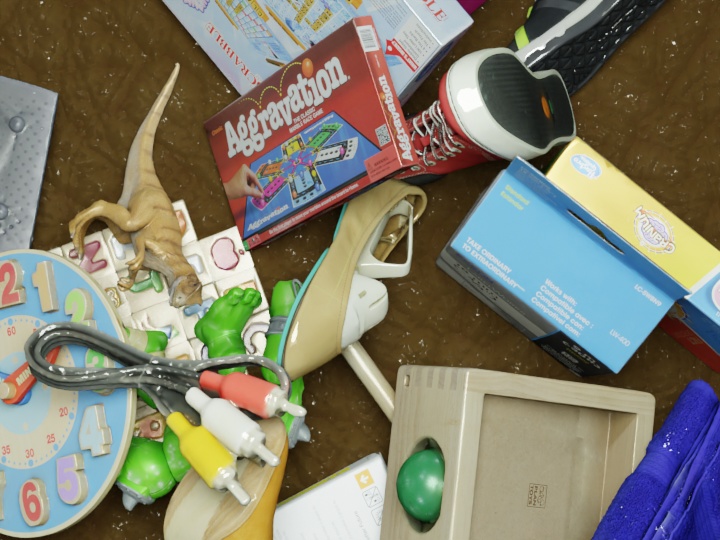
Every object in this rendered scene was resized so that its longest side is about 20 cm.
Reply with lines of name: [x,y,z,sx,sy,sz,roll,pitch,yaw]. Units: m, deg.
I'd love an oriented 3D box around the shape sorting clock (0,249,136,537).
shape sorting clock: [-0.239,0.086,1.010,0.198,0.039,0.203,-4,82,30]

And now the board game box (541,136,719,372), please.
board game box: [0.206,-0.006,1.013,0.199,0.153,0.040,39,86,3]

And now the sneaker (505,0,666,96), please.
sneaker: [0.160,-0.201,1.085,0.199,0.072,0.083,-40,60,-4]

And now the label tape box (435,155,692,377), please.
label tape box: [0.130,0.004,0.985,0.144,0.200,0.064,38,85,2]

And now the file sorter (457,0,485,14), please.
file sorter: [0.078,-0.276,1.018,0.200,0.139,0.126,-41,85,-21]

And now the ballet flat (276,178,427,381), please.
ballet flat: [0.000,0.000,1.005,0.062,0.069,0.201,14,49,10]

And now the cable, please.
cable: [-0.124,0.068,0.927,0.198,0.051,0.098,29,67,15]

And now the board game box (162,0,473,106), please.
board game box: [-0.040,-0.187,1.005,0.041,0.199,0.201,-37,86,-37]

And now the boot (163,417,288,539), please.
boot: [-0.073,0.210,0.966,0.144,0.070,0.203,41,70,-42]

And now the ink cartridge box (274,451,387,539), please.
ink cartridge box: [-0.031,0.266,1.036,0.198,0.047,0.200,-26,87,-2]

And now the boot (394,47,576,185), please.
boot: [0.056,-0.093,0.976,0.142,0.200,0.074,-15,87,21]

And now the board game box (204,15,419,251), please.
board game box: [-0.040,-0.090,1.003,0.019,0.199,0.104,-13,83,-38]

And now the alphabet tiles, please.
alphabet tiles: [-0.164,0.048,1.069,0.197,0.006,0.169,-21,85,-4]

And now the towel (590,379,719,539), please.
towel: [0.219,0.192,0.973,0.200,0.049,0.149,-47,124,-37]

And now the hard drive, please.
hard drive: [-0.328,-0.085,1.059,0.197,0.042,0.137,9,84,-1]

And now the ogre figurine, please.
ogre figurine: [-0.115,0.090,1.021,0.197,0.098,0.121,-14,67,-18]

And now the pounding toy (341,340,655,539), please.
pounding toy: [0.081,0.137,1.004,0.197,0.142,0.187,9,84,-25]

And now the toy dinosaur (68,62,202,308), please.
toy dinosaur: [-0.162,-0.046,1.054,0.105,0.061,0.202,-13,62,-7]
